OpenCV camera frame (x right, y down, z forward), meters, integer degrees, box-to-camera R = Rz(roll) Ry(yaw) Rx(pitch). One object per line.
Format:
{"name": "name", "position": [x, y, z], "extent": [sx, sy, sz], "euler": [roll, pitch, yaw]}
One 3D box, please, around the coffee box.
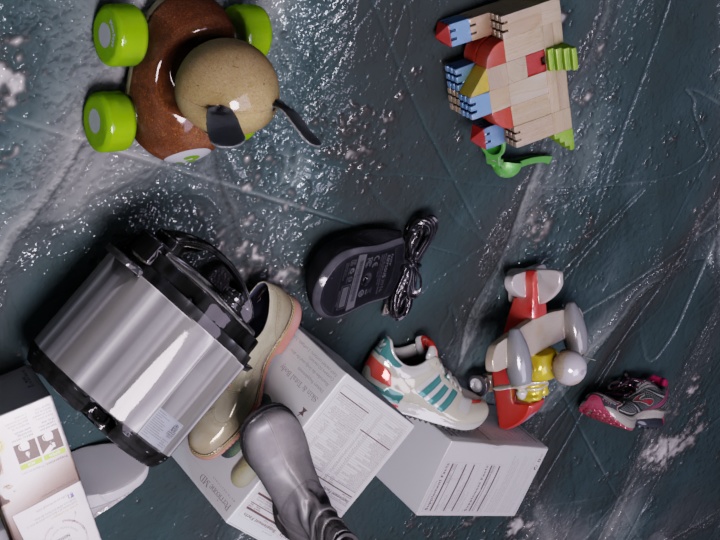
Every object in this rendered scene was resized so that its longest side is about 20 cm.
{"name": "coffee box", "position": [-0.309, 0.207, 1.273], "extent": [0.079, 0.113, 0.202], "euler": [-21, 108, -19]}

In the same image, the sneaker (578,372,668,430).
{"name": "sneaker", "position": [0.389, 0.190, 1.976], "extent": [0.199, 0.080, 0.076], "euler": [6, 99, -52]}

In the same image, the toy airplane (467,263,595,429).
{"name": "toy airplane", "position": [0.230, 0.092, 1.707], "extent": [0.201, 0.140, 0.200], "euler": [-53, 149, -20]}

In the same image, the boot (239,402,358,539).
{"name": "boot", "position": [-0.048, 0.232, 1.341], "extent": [0.069, 0.132, 0.201], "euler": [-33, 130, -15]}

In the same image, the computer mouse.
{"name": "computer mouse", "position": [0.000, 0.000, 1.514], "extent": [0.199, 0.053, 0.140], "euler": [-11, 126, -50]}

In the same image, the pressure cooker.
{"name": "pressure cooker", "position": [-0.193, 0.063, 1.278], "extent": [0.200, 0.178, 0.176], "euler": [-50, 180, -6]}

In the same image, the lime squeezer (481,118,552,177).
{"name": "lime squeezer", "position": [0.171, -0.152, 1.567], "extent": [0.071, 0.038, 0.200], "euler": [-51, 138, -2]}

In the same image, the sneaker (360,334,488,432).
{"name": "sneaker", "position": [0.090, 0.134, 1.649], "extent": [0.198, 0.070, 0.094], "euler": [17, 104, -30]}

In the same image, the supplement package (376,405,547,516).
{"name": "supplement package", "position": [0.127, 0.244, 1.743], "extent": [0.199, 0.114, 0.110], "euler": [11, 109, -44]}

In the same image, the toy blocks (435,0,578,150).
{"name": "toy blocks", "position": [0.155, -0.212, 1.466], "extent": [0.135, 0.100, 0.202], "euler": [-21, 118, -19]}

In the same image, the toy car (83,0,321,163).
{"name": "toy car", "position": [-0.125, -0.145, 1.183], "extent": [0.163, 0.200, 0.159], "euler": [-9, 123, -37]}

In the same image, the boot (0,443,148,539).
{"name": "boot", "position": [-0.313, 0.256, 1.400], "extent": [0.198, 0.074, 0.096], "euler": [-19, 135, -21]}

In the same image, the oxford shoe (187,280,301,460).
{"name": "oxford shoe", "position": [-0.136, 0.101, 1.416], "extent": [0.202, 0.070, 0.074], "euler": [-65, 151, -13]}

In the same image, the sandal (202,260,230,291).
{"name": "sandal", "position": [-0.190, 0.081, 1.408], "extent": [0.075, 0.045, 0.202], "euler": [39, 75, -54]}

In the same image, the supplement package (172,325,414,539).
{"name": "supplement package", "position": [-0.080, 0.183, 1.486], "extent": [0.201, 0.152, 0.151], "euler": [-51, 137, -1]}
